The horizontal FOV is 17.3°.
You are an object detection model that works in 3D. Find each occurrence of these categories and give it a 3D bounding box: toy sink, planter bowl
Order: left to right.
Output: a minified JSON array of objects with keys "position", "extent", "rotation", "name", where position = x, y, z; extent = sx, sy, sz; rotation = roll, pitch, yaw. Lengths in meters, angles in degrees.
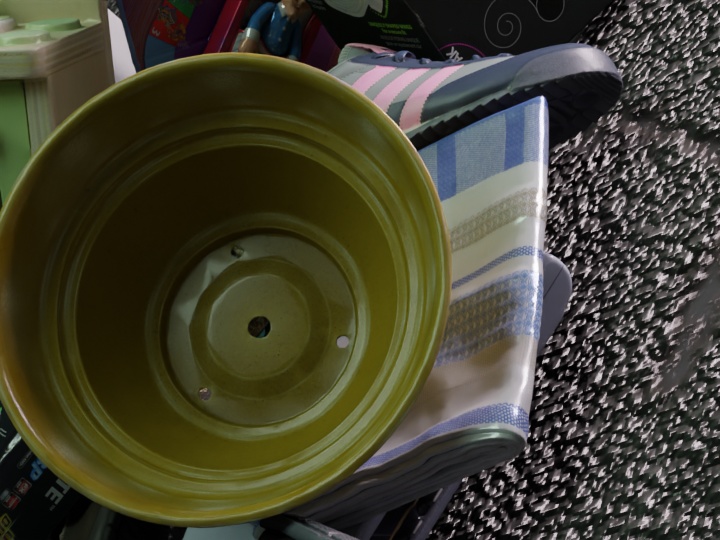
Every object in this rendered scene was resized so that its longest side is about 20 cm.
[{"position":[-0.199,-0.073,1.200],"extent":[0.130,0.200,0.112],"rotation":[-1,13,12],"name":"toy sink"},{"position":[-0.052,0.015,1.004],"extent":[0.200,0.083,0.201],"rotation":[-4,74,13],"name":"planter bowl"}]

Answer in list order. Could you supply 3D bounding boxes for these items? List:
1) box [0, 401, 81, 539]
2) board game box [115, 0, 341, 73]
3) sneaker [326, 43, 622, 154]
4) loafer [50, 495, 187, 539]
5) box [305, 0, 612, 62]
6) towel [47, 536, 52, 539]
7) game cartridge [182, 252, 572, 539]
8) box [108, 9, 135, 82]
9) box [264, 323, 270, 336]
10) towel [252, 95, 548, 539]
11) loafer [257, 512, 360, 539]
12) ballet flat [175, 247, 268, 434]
[{"position":[-0.203,0.103,1.186],"extent":[0.159,0.046,0.200],"rotation":[-52,24,-11],"name":"box"},{"position":[-0.048,-0.134,1.265],"extent":[0.158,0.200,0.039],"rotation":[-23,14,-35],"name":"board game box"},{"position":[0.026,-0.085,1.144],"extent":[0.200,0.070,0.082],"rotation":[-18,63,17],"name":"sneaker"},{"position":[-0.120,0.126,1.161],"extent":[0.071,0.073,0.200],"rotation":[-24,23,18],"name":"loafer"},{"position":[0.032,-0.203,1.209],"extent":[0.149,0.200,0.124],"rotation":[-44,27,-15],"name":"box"},{"position":[-0.178,0.181,1.224],"extent":[0.133,0.034,0.200],"rotation":[-41,25,10],"name":"towel"},{"position":[0.001,0.068,1.074],"extent":[0.133,0.041,0.200],"rotation":[20,74,52],"name":"game cartridge"},{"position":[-0.194,-0.063,1.395],"extent":[0.171,0.199,0.200],"rotation":[-43,28,10],"name":"box"},{"position":[0.000,0.000,1.209],"extent":[0.200,0.021,0.164],"rotation":[-40,27,16],"name":"box"},{"position":[0.019,0.021,1.046],"extent":[0.147,0.024,0.200],"rotation":[-25,40,33],"name":"towel"},{"position":[0.016,0.146,0.917],"extent":[0.200,0.072,0.063],"rotation":[16,80,50],"name":"loafer"},{"position":[-0.081,0.026,1.130],"extent":[0.068,0.075,0.200],"rotation":[-14,15,8],"name":"ballet flat"}]
